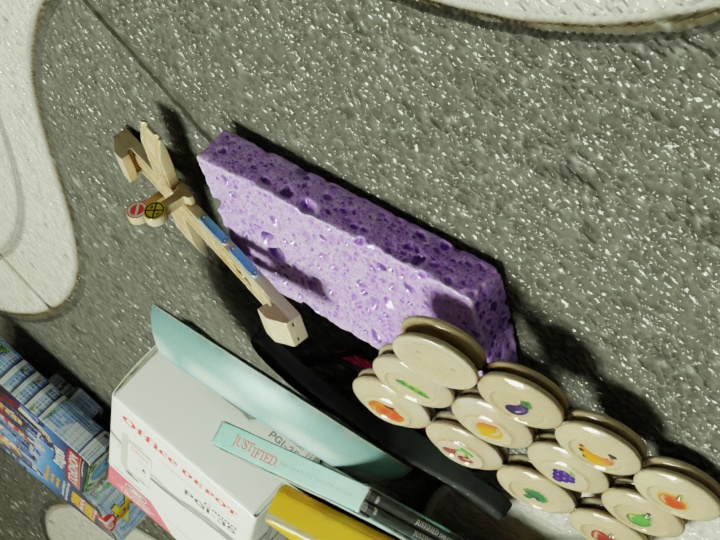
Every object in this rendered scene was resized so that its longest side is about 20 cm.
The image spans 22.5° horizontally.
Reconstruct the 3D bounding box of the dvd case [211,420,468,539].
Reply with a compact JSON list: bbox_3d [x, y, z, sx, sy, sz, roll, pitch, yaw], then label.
[{"bbox_3d":[0.012,0.162,1.207,0.146,0.022,0.200,19,167,44],"label":"dvd case"}]

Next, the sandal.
[{"bbox_3d":[0.018,0.087,1.141,0.200,0.045,0.075,33,176,-13],"label":"sandal"}]

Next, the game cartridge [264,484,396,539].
[{"bbox_3d":[0.046,0.212,1.223,0.200,0.032,0.176,22,168,18],"label":"game cartridge"}]

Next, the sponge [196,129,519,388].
[{"bbox_3d":[0.000,0.000,1.033,0.200,0.030,0.112,29,153,30],"label":"sponge"}]

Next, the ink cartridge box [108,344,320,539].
[{"bbox_3d":[-0.116,0.145,1.390,0.147,0.083,0.200,39,156,10],"label":"ink cartridge box"}]

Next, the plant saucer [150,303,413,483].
[{"bbox_3d":[-0.056,0.085,1.176,0.200,0.027,0.200,32,176,2],"label":"plant saucer"}]

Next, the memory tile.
[{"bbox_3d":[0.094,0.097,1.007,0.200,0.017,0.153,31,156,-4],"label":"memory tile"}]

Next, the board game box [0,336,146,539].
[{"bbox_3d":[-0.274,0.156,1.684,0.200,0.062,0.200,40,156,5],"label":"board game box"}]

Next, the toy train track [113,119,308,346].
[{"bbox_3d":[-0.101,-0.017,1.099,0.200,0.033,0.115,45,163,35],"label":"toy train track"}]
